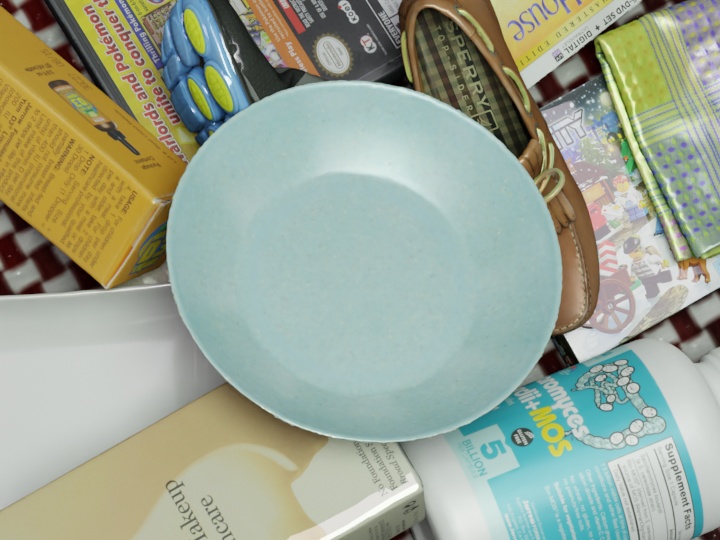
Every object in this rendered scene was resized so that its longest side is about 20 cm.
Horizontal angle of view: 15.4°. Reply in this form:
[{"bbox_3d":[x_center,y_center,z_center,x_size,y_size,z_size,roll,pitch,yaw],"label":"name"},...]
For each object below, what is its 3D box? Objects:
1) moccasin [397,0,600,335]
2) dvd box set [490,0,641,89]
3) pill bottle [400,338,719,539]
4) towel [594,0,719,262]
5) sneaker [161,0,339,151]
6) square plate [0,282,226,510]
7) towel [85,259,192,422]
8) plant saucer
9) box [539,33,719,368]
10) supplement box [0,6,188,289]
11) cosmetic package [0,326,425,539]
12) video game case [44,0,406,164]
[{"bbox_3d":[0.074,-0.057,1.406,0.073,0.078,0.202,-13,106,15],"label":"moccasin"},{"bbox_3d":[0.071,-0.209,1.466,0.146,0.029,0.200,-37,99,-29],"label":"dvd box set"},{"bbox_3d":[0.125,0.105,1.428,0.199,0.111,0.111,-21,85,-9],"label":"pill bottle"},{"bbox_3d":[0.241,-0.100,1.474,0.199,0.023,0.144,-20,85,-12],"label":"towel"},{"bbox_3d":[-0.030,-0.076,1.410,0.200,0.071,0.083,46,68,-23],"label":"sneaker"},{"bbox_3d":[-0.164,0.108,1.416,0.199,0.028,0.199,-3,93,1],"label":"square plate"},{"bbox_3d":[-0.049,0.013,1.462,0.200,0.034,0.133,-42,89,-11],"label":"towel"},{"bbox_3d":[0.000,0.000,1.337,0.200,0.039,0.202,5,64,-9],"label":"plant saucer"},{"bbox_3d":[0.170,-0.051,1.491,0.200,0.038,0.137,-30,86,-9],"label":"box"},{"bbox_3d":[-0.178,-0.078,1.415,0.200,0.067,0.069,38,113,14],"label":"supplement box"},{"bbox_3d":[-0.076,0.125,1.349,0.200,0.071,0.105,-31,74,-8],"label":"cosmetic package"},{"bbox_3d":[-0.077,-0.162,1.472,0.180,0.026,0.200,-30,77,-10],"label":"video game case"}]
